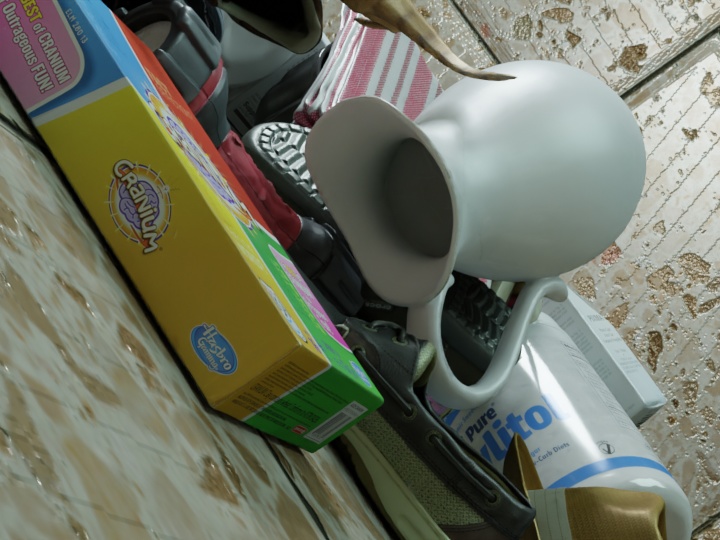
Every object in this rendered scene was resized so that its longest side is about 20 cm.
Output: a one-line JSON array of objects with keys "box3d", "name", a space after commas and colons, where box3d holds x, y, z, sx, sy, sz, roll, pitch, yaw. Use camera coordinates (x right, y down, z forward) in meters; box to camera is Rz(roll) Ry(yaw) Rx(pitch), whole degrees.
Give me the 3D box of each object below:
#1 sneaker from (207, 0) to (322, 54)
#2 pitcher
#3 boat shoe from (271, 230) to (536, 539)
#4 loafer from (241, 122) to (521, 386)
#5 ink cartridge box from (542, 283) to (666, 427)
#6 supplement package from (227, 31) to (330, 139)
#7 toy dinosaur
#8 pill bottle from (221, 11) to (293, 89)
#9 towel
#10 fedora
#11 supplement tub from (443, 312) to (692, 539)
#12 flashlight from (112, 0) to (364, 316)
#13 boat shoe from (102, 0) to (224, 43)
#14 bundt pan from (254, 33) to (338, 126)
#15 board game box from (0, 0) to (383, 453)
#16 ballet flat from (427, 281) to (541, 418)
[{"box3d": [-0.079, -0.185, 0.965, 0.200, 0.070, 0.076, 34, 18, -49], "name": "sneaker"}, {"box3d": [0.076, -0.024, 1.004, 0.200, 0.121, 0.172, -17, 94, -49], "name": "pitcher"}, {"box3d": [0.011, 0.057, 0.898, 0.201, 0.066, 0.072, 55, 5, 10], "name": "boat shoe"}, {"box3d": [0.000, 0.000, 1.044, 0.200, 0.070, 0.075, 44, 32, -3], "name": "loafer"}, {"box3d": [0.116, 0.072, 1.432, 0.047, 0.160, 0.200, 1, 51, -58], "name": "ink cartridge box"}, {"box3d": [-0.069, -0.135, 1.316, 0.156, 0.111, 0.200, 57, 3, 32], "name": "supplement package"}, {"box3d": [0.009, -0.153, 1.005, 0.200, 0.060, 0.106, 46, 16, 9], "name": "toy dinosaur"}, {"box3d": [-0.124, -0.213, 1.189, 0.200, 0.111, 0.111, 42, -3, 30], "name": "pill bottle"}, {"box3d": [0.031, -0.064, 1.150, 0.200, 0.030, 0.147, 57, 33, -29], "name": "towel"}, {"box3d": [0.138, 0.173, 1.013, 0.201, 0.082, 0.201, -17, 90, -82], "name": "fedora"}, {"box3d": [0.129, 0.134, 1.282, 0.132, 0.132, 0.200, 52, 3, -44], "name": "supplement tub"}, {"box3d": [-0.062, -0.047, 0.928, 0.200, 0.068, 0.068, 53, 22, -36], "name": "flashlight"}, {"box3d": [-0.118, -0.141, 1.009, 0.068, 0.072, 0.200, 54, 5, 21], "name": "boat shoe"}, {"box3d": [-0.003, -0.047, 1.182, 0.202, 0.076, 0.203, 34, 46, -46], "name": "bundt pan"}, {"box3d": [-0.074, -0.026, 0.744, 0.200, 0.040, 0.153, 56, 3, 16], "name": "board game box"}, {"box3d": [0.083, 0.034, 1.252, 0.200, 0.071, 0.069, -58, 141, -46], "name": "ballet flat"}]
